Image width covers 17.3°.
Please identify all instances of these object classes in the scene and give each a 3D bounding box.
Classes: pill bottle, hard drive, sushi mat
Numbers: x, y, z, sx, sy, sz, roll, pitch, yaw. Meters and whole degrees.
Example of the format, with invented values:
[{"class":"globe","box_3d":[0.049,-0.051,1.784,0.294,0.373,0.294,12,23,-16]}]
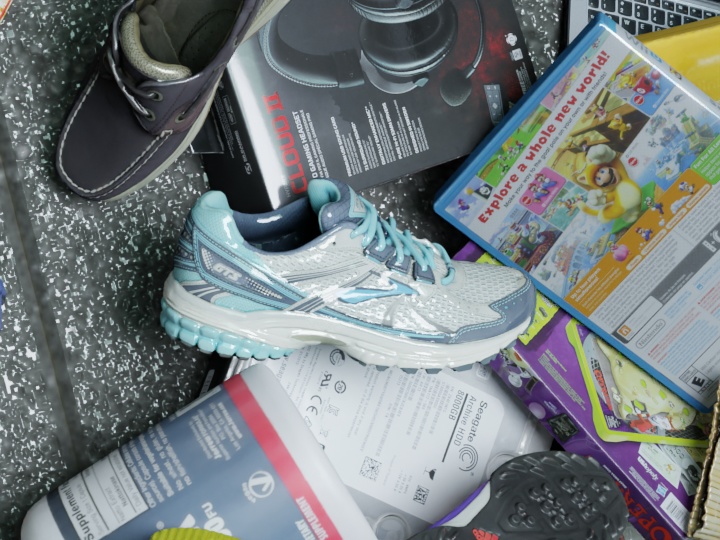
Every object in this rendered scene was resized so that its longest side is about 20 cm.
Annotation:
[{"class":"pill bottle","box_3d":[-0.101,0.147,1.186,0.200,0.120,0.120,-33,99,-4]},{"class":"hard drive","box_3d":[0.009,0.084,1.305,0.199,0.038,0.140,27,75,-21]},{"class":"sushi mat","box_3d":[0.239,0.120,1.359,0.200,0.012,0.096,23,77,-56]}]

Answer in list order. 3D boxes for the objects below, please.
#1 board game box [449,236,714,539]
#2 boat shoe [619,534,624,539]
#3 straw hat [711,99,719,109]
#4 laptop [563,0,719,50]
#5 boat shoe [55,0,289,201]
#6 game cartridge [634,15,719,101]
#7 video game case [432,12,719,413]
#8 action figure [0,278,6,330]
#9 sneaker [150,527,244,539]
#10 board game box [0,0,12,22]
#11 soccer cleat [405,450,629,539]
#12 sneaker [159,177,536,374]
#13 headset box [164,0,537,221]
[{"class":"board game box","box_3d":[0.134,0.049,1.327,0.200,0.032,0.120,49,49,0]},{"class":"boat shoe","box_3d":[0.116,0.165,1.307,0.202,0.063,0.074,-51,149,-35]},{"class":"straw hat","box_3d":[0.252,-0.040,1.329,0.201,0.201,0.085,40,35,-16]},{"class":"laptop","box_3d":[0.226,-0.152,1.381,0.186,0.116,0.201,11,72,-23]},{"class":"boat shoe","box_3d":[-0.099,-0.112,1.201,0.072,0.200,0.065,48,25,9]},{"class":"game cartridge","box_3d":[0.244,-0.055,1.389,0.176,0.032,0.201,-15,109,-18]},{"class":"video game case","box_3d":[0.160,-0.027,1.281,0.200,0.018,0.143,36,116,-13]},{"class":"action figure","box_3d":[-0.249,0.031,1.140,0.104,0.200,0.194,0,75,13]},{"class":"sneaker","box_3d":[-0.015,0.189,1.102,0.199,0.074,0.083,22,92,5]},{"class":"board game box","box_3d":[-0.222,-0.221,1.222,0.151,0.046,0.201,32,73,-19]},{"class":"soccer cleat","box_3d":[0.062,0.153,1.227,0.200,0.073,0.068,-26,72,-45]},{"class":"sneaker","box_3d":[0.000,0.000,1.214,0.199,0.078,0.087,1,114,-17]},{"class":"headset box","box_3d":[-0.015,-0.116,1.291,0.199,0.077,0.150,-19,93,-26]}]
